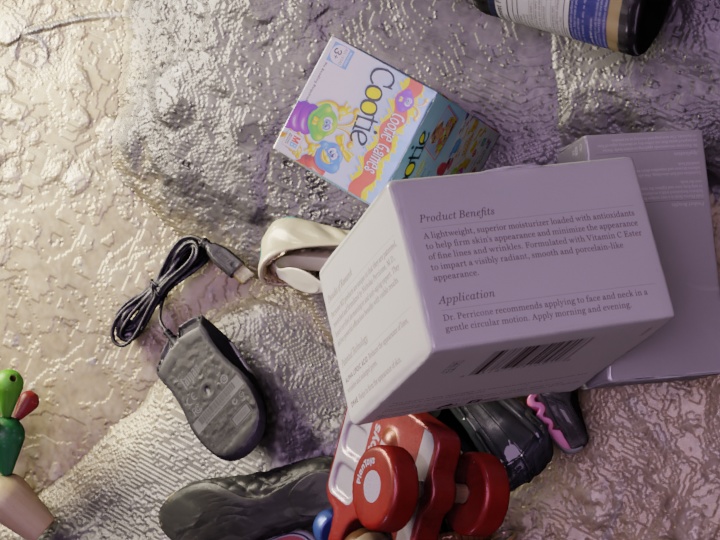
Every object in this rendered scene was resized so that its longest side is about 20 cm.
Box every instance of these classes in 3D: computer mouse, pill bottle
[{"bbox_3d":[-0.124,0.065,1.660,0.200,0.046,0.141,45,104,29],"label":"computer mouse"},{"bbox_3d":[0.157,-0.257,1.556,0.198,0.112,0.113,19,91,20],"label":"pill bottle"}]

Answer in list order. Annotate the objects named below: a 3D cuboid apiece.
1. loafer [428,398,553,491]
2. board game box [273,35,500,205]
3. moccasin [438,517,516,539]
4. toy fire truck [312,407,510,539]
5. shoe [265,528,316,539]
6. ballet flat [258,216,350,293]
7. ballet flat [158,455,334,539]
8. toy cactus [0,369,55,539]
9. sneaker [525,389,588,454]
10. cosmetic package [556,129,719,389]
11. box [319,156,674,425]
[{"bbox_3d":[0.073,0.112,1.552,0.070,0.068,0.200,-38,53,-19],"label":"loafer"},{"bbox_3d":[0.026,-0.107,1.540,0.103,0.200,0.106,30,94,18],"label":"board game box"},{"bbox_3d":[0.081,0.228,1.557,0.078,0.073,0.203,-41,63,41],"label":"moccasin"},{"bbox_3d":[0.022,0.199,1.504,0.168,0.111,0.202,33,112,57],"label":"toy fire truck"},{"bbox_3d":[-0.118,0.299,1.610,0.200,0.091,0.072,-41,74,11],"label":"shoe"},{"bbox_3d":[0.000,0.000,1.608,0.198,0.069,0.070,7,87,24],"label":"ballet flat"},{"bbox_3d":[-0.088,0.207,1.638,0.198,0.057,0.067,-13,88,24],"label":"ballet flat"},{"bbox_3d":[-0.351,0.184,1.713,0.165,0.102,0.200,43,97,-2],"label":"toy cactus"},{"bbox_3d":[0.164,0.050,1.554,0.095,0.079,0.202,-18,82,1],"label":"sneaker"},{"bbox_3d":[0.226,-0.008,1.508,0.106,0.090,0.202,-2,85,-11],"label":"cosmetic package"},{"bbox_3d":[0.096,0.017,1.406,0.197,0.200,0.132,-7,73,-20],"label":"box"}]
